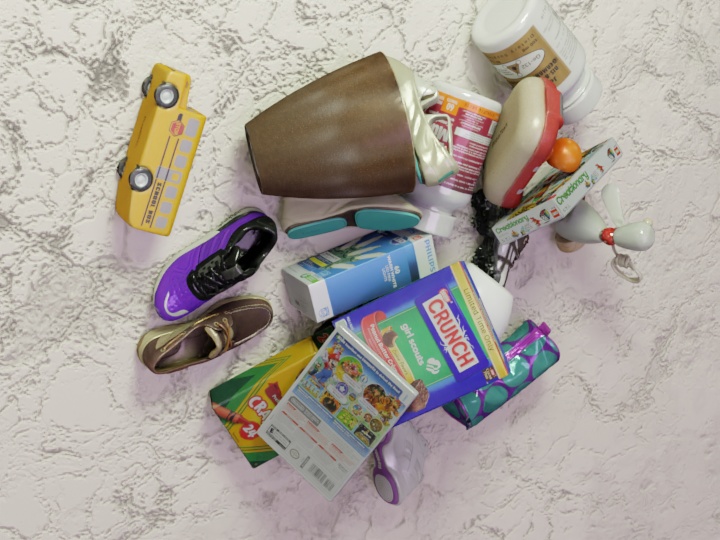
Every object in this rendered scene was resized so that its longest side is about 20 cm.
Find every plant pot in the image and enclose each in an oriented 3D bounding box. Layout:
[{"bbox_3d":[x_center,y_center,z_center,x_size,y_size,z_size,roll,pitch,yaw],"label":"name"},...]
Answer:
[{"bbox_3d":[-0.047,-0.170,1.481,0.196,0.187,0.190,-15,115,-7],"label":"plant pot"}]

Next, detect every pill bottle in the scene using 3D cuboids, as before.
[{"bbox_3d":[0.258,-0.305,1.618,0.200,0.114,0.115,40,87,-33],"label":"pill bottle"},{"bbox_3d":[0.119,-0.157,1.598,0.108,0.109,0.203,14,100,-31],"label":"pill bottle"}]

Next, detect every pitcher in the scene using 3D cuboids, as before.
[{"bbox_3d":[0.136,0.093,1.671,0.121,0.171,0.201,37,96,6],"label":"pitcher"}]

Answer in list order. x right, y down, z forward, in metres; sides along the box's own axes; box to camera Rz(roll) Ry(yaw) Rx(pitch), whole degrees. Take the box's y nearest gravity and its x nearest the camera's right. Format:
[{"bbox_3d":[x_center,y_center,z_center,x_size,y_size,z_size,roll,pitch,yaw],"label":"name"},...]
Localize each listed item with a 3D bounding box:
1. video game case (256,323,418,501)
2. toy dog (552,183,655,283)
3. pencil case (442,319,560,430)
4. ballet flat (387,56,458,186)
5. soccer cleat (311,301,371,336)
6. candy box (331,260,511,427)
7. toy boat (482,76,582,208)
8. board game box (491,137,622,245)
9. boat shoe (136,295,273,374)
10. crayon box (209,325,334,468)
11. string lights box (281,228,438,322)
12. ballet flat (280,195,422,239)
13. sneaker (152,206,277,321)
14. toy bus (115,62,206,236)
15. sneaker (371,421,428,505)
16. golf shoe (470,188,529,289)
[{"bbox_3d":[-0.033,0.195,1.541,0.143,0.018,0.201,41,106,9],"label":"video game case"},{"bbox_3d":[0.372,-0.079,1.735,0.097,0.198,0.133,-51,149,-22],"label":"toy dog"},{"bbox_3d":[0.218,0.163,1.778,0.199,0.085,0.093,-35,149,-14],"label":"pencil case"},{"bbox_3d":[0.085,-0.208,1.520,0.068,0.070,0.203,-7,68,-25],"label":"ballet flat"},{"bbox_3d":[-0.003,0.092,1.636,0.199,0.081,0.068,-37,121,-12],"label":"soccer cleat"},{"bbox_3d":[0.086,0.104,1.554,0.197,0.077,0.172,-25,88,10],"label":"candy box"},{"bbox_3d":[0.252,-0.170,1.596,0.128,0.132,0.201,14,145,-12],"label":"toy boat"},{"bbox_3d":[0.290,-0.116,1.651,0.035,0.126,0.200,55,49,-7],"label":"board game box"},{"bbox_3d":[-0.202,0.093,1.534,0.197,0.072,0.073,-17,115,-22],"label":"boat shoe"},{"bbox_3d":[-0.099,0.180,1.601,0.198,0.051,0.128,-29,119,3],"label":"crayon box"},{"bbox_3d":[0.000,0.000,1.592,0.197,0.102,0.060,-23,112,-20],"label":"string lights box"},{"bbox_3d":[-0.014,-0.089,1.552,0.196,0.070,0.071,-5,111,-4],"label":"ballet flat"},{"bbox_3d":[-0.188,-0.005,1.489,0.200,0.099,0.070,-43,120,-9],"label":"sneaker"},{"bbox_3d":[-0.252,-0.152,1.424,0.077,0.065,0.203,14,100,-31],"label":"toy bus"},{"bbox_3d":[0.056,0.257,1.746,0.099,0.074,0.204,-26,120,-39],"label":"sneaker"},{"bbox_3d":[0.219,-0.029,1.718,0.093,0.078,0.204,-9,112,-26],"label":"golf shoe"}]
